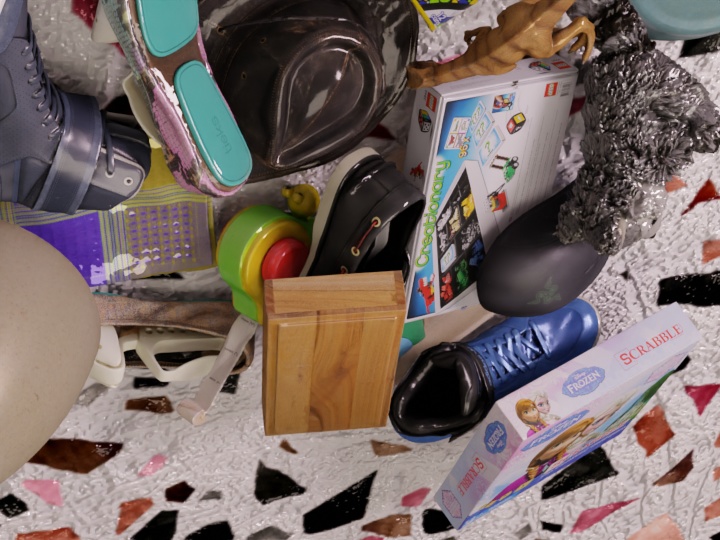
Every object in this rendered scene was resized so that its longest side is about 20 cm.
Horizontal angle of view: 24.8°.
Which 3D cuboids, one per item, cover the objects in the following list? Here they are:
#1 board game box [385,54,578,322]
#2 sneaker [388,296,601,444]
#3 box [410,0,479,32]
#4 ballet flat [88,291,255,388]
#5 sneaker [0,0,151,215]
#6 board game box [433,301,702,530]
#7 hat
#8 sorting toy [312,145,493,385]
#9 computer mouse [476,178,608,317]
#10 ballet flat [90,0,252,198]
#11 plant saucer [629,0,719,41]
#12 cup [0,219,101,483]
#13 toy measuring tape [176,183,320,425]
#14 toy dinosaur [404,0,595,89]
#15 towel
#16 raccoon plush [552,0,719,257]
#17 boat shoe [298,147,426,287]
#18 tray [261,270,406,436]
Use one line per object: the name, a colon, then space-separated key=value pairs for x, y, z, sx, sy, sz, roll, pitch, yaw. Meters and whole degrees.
board game box: x=0.088 y=-0.060 z=1.234 sx=0.126 sy=0.035 sz=0.200 roll=-13 pitch=129 yaw=-30
sneaker: x=0.112 y=0.082 z=1.363 sx=0.200 sy=0.077 sz=0.111 roll=-27 pitch=172 yaw=4
box: x=0.022 y=-0.248 z=1.037 sx=0.070 sy=0.064 sz=0.200 roll=-32 pitch=137 yaw=10
ballet flat: x=-0.172 y=0.055 z=1.257 sx=0.200 sy=0.067 sz=0.068 roll=-2 pitch=140 yaw=-20
sneaker: x=-0.197 y=-0.118 z=1.058 sx=0.146 sy=0.077 sz=0.202 roll=10 pitch=133 yaw=-19
board game box: x=0.175 y=0.128 z=1.407 sx=0.200 sy=0.041 sz=0.200 roll=-27 pitch=159 yaw=-25
hat: x=-0.039 y=-0.122 z=1.115 sx=0.200 sy=0.081 sz=0.201 roll=-14 pitch=132 yaw=-15
sorting toy: x=0.034 y=0.007 z=1.318 sx=0.185 sy=0.036 sz=0.200 roll=-38 pitch=135 yaw=17
computer mouse: x=0.173 y=-0.030 z=1.265 sx=0.200 sy=0.053 sz=0.139 roll=-39 pitch=144 yaw=-22
ballet flat: x=-0.132 y=-0.137 z=1.062 sx=0.071 sy=0.069 sz=0.200 roll=-4 pitch=115 yaw=37
plant saucer: x=0.252 y=-0.237 z=1.164 sx=0.200 sy=0.036 sz=0.200 roll=-11 pitch=136 yaw=-11
cup: x=-0.289 y=0.080 z=1.142 sx=0.200 sy=0.143 sz=0.200 roll=0 pitch=130 yaw=0
toy measuring tape: x=-0.093 y=0.018 z=1.223 sx=0.074 sy=0.074 sz=0.200 roll=34 pitch=86 yaw=-42
toy dinosaur: x=0.117 y=-0.164 z=1.091 sx=0.200 sy=0.060 sz=0.106 roll=-34 pitch=170 yaw=39
towel: x=-0.201 y=-0.037 z=1.188 sx=0.200 sy=0.023 sz=0.144 roll=-9 pitch=136 yaw=-14
raccoon plush: x=0.164 y=-0.106 z=1.179 sx=0.134 sy=0.097 sz=0.200 roll=-45 pitch=100 yaw=-8
boat shoe: x=-0.002 y=0.001 z=1.209 sx=0.074 sy=0.063 sz=0.201 roll=-32 pitch=153 yaw=-36
tray: x=-0.023 y=0.067 z=1.228 sx=0.099 sy=0.037 sz=0.200 roll=-4 pitch=152 yaw=-6
